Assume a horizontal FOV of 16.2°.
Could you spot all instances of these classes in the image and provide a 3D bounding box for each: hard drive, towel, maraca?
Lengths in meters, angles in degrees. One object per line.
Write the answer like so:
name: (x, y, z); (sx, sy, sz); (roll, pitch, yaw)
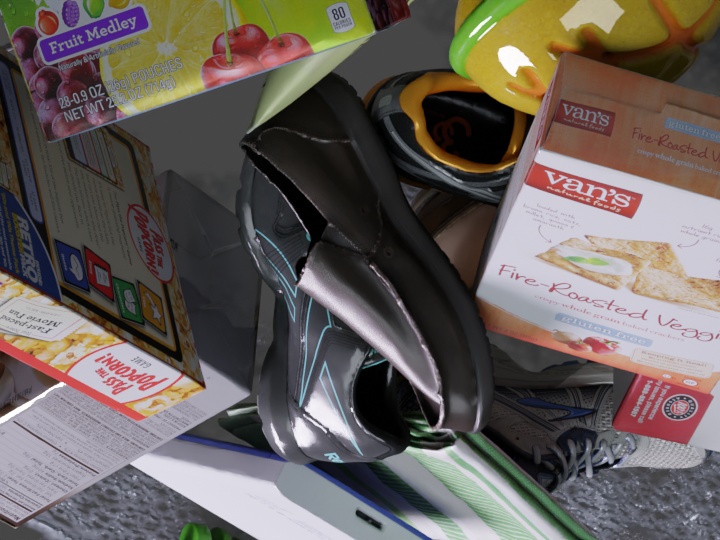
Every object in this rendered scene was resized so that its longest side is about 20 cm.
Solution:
hard drive: (-0.047, 0.137, 1.500); (0.132, 0.025, 0.200); (34, 165, -28)
towel: (0.029, 0.123, 1.448); (0.200, 0.023, 0.153); (0, 148, 48)
maraca: (0.123, -0.138, 1.185); (0.137, 0.107, 0.200); (-13, 164, -41)

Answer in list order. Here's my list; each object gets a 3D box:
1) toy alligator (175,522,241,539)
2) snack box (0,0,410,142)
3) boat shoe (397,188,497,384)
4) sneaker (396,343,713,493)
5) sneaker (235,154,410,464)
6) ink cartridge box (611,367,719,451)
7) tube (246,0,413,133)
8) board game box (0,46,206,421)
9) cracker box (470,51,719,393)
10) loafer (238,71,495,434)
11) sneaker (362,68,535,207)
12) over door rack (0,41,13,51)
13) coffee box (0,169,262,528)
toy alligator: (-0.070, 0.212, 1.650); (0.200, 0.059, 0.054); (36, 89, -30)
snack box: (-0.091, -0.178, 1.125); (0.168, 0.068, 0.201); (-17, 97, 19)
boat shoe: (0.041, 0.014, 1.401); (0.072, 0.068, 0.200); (24, 135, -20)
sneaker: (0.109, 0.101, 1.479); (0.199, 0.085, 0.077); (8, 138, -4)
sneaker: (-0.012, 0.008, 1.349); (0.079, 0.075, 0.201); (7, 112, 37)
ink cartridge box: (0.253, 0.035, 1.391); (0.199, 0.084, 0.144); (13, 137, -7)
tube: (0.011, -0.147, 1.231); (0.058, 0.052, 0.200); (-9, 153, -51)
board game box: (-0.158, -0.027, 1.245); (0.046, 0.152, 0.200); (-26, 150, 19)
cracker box: (0.134, -0.017, 1.215); (0.134, 0.058, 0.200); (16, 154, 0)
loafer: (0.000, 0.000, 1.281); (0.071, 0.200, 0.073); (-27, 173, -15)
sneaker: (0.098, -0.059, 1.290); (0.199, 0.079, 0.077); (9, 172, -5)
over door rack: (-0.217, -0.156, 1.251); (0.199, 0.067, 0.148); (-17, 136, 3)
coffee box: (-0.152, 0.047, 1.425); (0.200, 0.115, 0.080); (-30, 130, 34)
